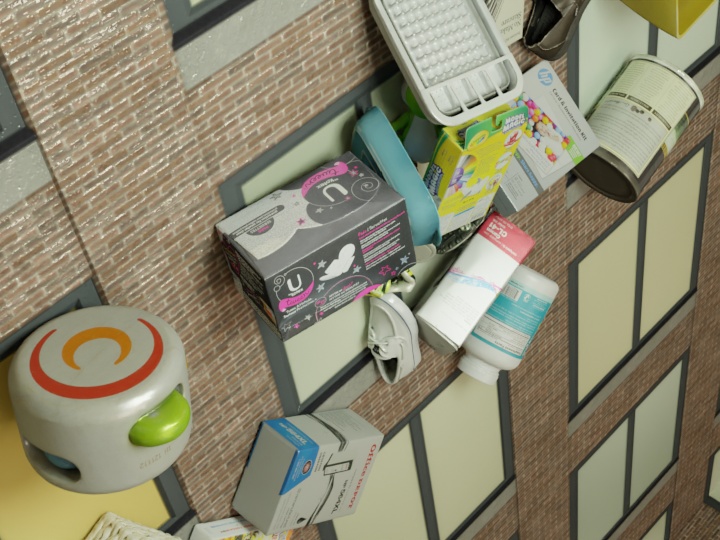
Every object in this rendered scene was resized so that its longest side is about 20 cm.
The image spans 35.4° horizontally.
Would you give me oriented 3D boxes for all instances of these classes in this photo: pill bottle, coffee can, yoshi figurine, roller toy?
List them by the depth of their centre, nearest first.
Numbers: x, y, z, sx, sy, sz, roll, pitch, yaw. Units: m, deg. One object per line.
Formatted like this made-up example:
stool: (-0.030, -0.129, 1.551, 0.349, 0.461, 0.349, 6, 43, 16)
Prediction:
roller toy: (-0.274, 0.139, 1.206, 0.182, 0.200, 0.140, -6, 127, -8)
yoshi figurine: (0.084, -0.188, 1.477, 0.112, 0.112, 0.200, -23, 130, -31)
coffee can: (0.449, -0.234, 1.862, 0.200, 0.146, 0.146, -53, 145, -9)
pill bottle: (0.236, 0.087, 1.869, 0.111, 0.111, 0.200, 19, 100, -55)

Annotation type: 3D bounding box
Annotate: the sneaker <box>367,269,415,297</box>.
sneaker: (0.000, 0.000, 1.536, 0.200, 0.076, 0.076, -8, 123, -48)

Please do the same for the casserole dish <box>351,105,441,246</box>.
casserole dish: (0.039, -0.112, 1.417, 0.039, 0.200, 0.121, -26, 165, -12)

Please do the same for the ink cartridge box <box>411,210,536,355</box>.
ink cartridge box: (0.162, 0.021, 1.697, 0.200, 0.086, 0.148, -51, 179, -11)

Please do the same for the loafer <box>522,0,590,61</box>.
loafer: (0.286, -0.393, 1.601, 0.071, 0.073, 0.200, -10, 122, -48)

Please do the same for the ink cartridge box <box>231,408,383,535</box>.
ink cartridge box: (-0.073, 0.292, 1.657, 0.200, 0.084, 0.146, 0, 115, -51)

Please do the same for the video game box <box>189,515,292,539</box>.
video game box: (-0.197, 0.454, 1.660, 0.182, 0.047, 0.200, 0, 115, -54)

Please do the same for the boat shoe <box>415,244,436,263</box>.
boat shoe: (0.031, -0.076, 1.530, 0.074, 0.060, 0.200, -31, 138, 33)

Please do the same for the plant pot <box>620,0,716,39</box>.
plant pot: (0.435, -0.490, 1.625, 0.200, 0.176, 0.200, -46, 143, -20)

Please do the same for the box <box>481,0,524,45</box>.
box: (0.167, -0.387, 1.460, 0.082, 0.068, 0.200, -34, 138, -31)

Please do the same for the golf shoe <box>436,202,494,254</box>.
golf shoe: (0.170, -0.098, 1.680, 0.200, 0.077, 0.088, -53, 151, -8)

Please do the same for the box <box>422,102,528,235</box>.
box: (0.136, -0.131, 1.435, 0.117, 0.048, 0.200, -25, 154, -33)

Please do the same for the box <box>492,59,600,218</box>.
box: (0.239, -0.194, 1.642, 0.200, 0.041, 0.156, -37, 96, -30)

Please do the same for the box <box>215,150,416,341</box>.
box: (-0.053, -0.034, 1.369, 0.200, 0.132, 0.115, -30, 137, -18)

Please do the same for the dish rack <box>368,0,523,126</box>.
dish rack: (0.101, -0.279, 1.396, 0.171, 0.044, 0.200, -28, 92, -36)

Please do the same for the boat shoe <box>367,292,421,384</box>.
boat shoe: (0.044, 0.103, 1.672, 0.065, 0.074, 0.200, -48, 143, -22)

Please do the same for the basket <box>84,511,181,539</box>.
basket: (-0.283, 0.445, 1.441, 0.200, 0.161, 0.198, -56, 146, -6)
